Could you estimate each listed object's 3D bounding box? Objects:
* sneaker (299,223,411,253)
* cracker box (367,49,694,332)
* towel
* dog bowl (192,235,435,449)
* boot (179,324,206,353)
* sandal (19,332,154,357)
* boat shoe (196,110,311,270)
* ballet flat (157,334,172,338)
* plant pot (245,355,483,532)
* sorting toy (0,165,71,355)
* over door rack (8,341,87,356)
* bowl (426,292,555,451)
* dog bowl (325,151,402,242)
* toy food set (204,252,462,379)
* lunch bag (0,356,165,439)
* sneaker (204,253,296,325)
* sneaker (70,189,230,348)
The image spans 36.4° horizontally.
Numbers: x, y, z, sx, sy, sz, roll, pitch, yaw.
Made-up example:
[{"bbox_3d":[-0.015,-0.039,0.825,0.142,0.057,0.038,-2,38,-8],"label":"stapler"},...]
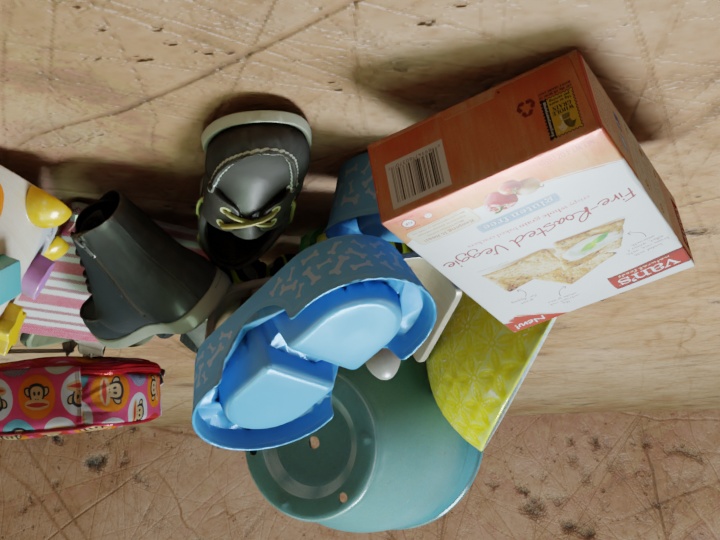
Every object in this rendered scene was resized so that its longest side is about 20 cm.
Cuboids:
[{"bbox_3d":[0.000,0.000,0.943,0.083,0.075,0.200,-7,157,14],"label":"sneaker"},{"bbox_3d":[0.110,-0.037,0.668,0.133,0.058,0.200,-23,150,22],"label":"cracker box"},{"bbox_3d":[-0.221,0.005,0.934,0.145,0.030,0.200,11,144,-39],"label":"towel"},{"bbox_3d":[-0.038,0.050,0.762,0.111,0.050,0.200,23,127,-42],"label":"dog bowl"},{"bbox_3d":[-0.122,0.081,1.122,0.131,0.068,0.200,43,164,7],"label":"boot"},{"bbox_3d":[-0.260,0.053,1.116,0.057,0.080,0.200,40,-165,25],"label":"sandal"},{"bbox_3d":[-0.072,-0.049,0.724,0.071,0.061,0.201,1,167,-11],"label":"boat shoe"},{"bbox_3d":[-0.203,0.026,1.116,0.057,0.067,0.200,41,172,10],"label":"ballet flat"},{"bbox_3d":[-0.007,0.152,1.024,0.198,0.203,0.188,-7,173,25],"label":"plant pot"},{"bbox_3d":[-0.279,0.032,0.757,0.106,0.182,0.200,19,164,-11],"label":"sorting toy"},{"bbox_3d":[-0.383,0.067,1.222,0.146,0.068,0.200,0,173,-8],"label":"over door rack"},{"bbox_3d":[0.111,0.046,0.974,0.107,0.201,0.200,29,172,10],"label":"bowl"},{"bbox_3d":[0.069,-0.046,0.784,0.198,0.050,0.111,4,167,-26],"label":"dog bowl"},{"bbox_3d":[-0.030,0.055,0.867,0.198,0.061,0.144,-10,156,-15],"label":"toy food set"},{"bbox_3d":[-0.317,0.137,1.192,0.197,0.083,0.176,-4,174,12],"label":"lunch bag"},{"bbox_3d":[-0.099,0.034,0.957,0.076,0.076,0.200,-36,166,18],"label":"sneaker"},{"bbox_3d":[-0.184,-0.005,0.833,0.106,0.075,0.199,46,149,-21],"label":"sneaker"}]
